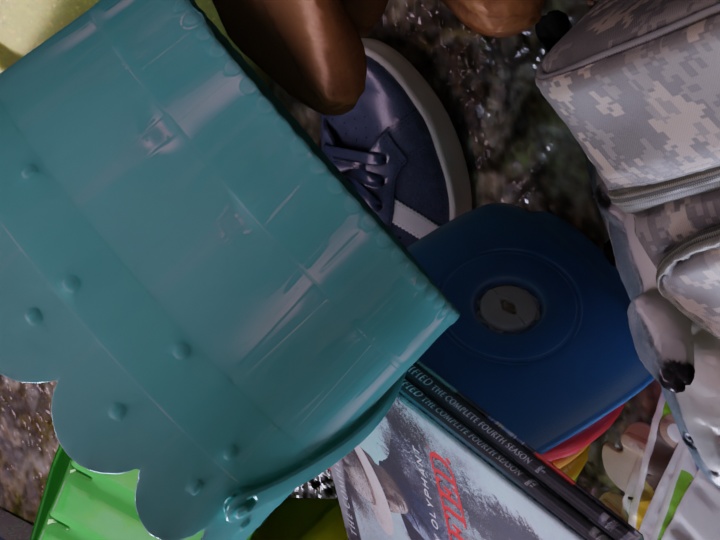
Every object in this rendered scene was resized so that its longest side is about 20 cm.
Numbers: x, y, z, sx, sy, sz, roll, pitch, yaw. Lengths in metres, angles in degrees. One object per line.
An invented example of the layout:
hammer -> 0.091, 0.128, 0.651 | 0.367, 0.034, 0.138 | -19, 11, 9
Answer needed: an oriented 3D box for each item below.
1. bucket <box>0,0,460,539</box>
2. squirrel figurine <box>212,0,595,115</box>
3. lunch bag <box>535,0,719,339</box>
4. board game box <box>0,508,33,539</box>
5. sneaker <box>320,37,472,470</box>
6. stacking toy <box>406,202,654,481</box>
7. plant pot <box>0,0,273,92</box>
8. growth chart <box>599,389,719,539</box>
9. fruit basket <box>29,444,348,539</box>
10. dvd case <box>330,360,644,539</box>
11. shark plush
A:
bucket -> -0.068, -0.006, 1.057 | 0.207, 0.135, 0.207 | 50, -178, -2
squirrel figurine -> 0.019, -0.165, 1.060 | 0.200, 0.186, 0.142 | 33, 129, 42
lunch bag -> 0.183, -0.048, 0.963 | 0.168, 0.139, 0.200 | 56, 147, -12
board game box -> -0.236, 0.207, 1.586 | 0.200, 0.199, 0.044 | 19, 121, 46
sneaker -> 0.000, 0.000, 1.262 | 0.075, 0.084, 0.201 | 12, 117, 49
stacking toy -> 0.057, 0.079, 1.233 | 0.116, 0.110, 0.200 | 43, 150, 29
plant pot -> -0.098, -0.164, 1.232 | 0.200, 0.200, 0.185 | 47, 129, 25
growth chart -> 0.156, 0.114, 1.180 | 0.145, 0.018, 0.200 | 51, 142, 22
fruit basket -> -0.053, 0.125, 1.389 | 0.215, 0.156, 0.216 | 6, 138, 6
dvd case -> 0.049, 0.108, 1.132 | 0.200, 0.022, 0.146 | 39, 152, 42
shark plush -> 0.108, -0.011, 1.124 | 0.200, 0.091, 0.083 | 53, 159, 16
